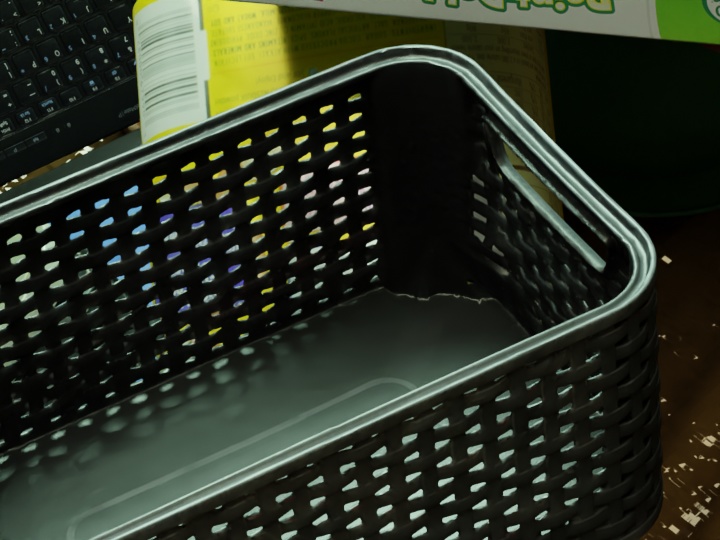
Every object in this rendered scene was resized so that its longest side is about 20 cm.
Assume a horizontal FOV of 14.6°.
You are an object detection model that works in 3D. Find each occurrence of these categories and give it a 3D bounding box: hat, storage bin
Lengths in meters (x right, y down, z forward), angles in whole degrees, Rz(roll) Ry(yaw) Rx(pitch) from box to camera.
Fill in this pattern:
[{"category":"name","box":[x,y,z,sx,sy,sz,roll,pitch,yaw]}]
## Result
[{"category":"hat","box":[0.108,-0.127,0.955,0.199,0.176,0.166,21,64,12]},{"category":"storage bin","box":[-0.027,0.036,0.776,0.199,0.094,0.135,-23,44,-18]}]

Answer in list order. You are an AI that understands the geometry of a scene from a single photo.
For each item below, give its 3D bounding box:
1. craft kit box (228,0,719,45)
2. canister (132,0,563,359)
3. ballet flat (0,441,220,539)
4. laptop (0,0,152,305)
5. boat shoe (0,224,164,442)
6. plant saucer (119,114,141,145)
[{"category":"craft kit box","box":[0.064,-0.133,0.902,0.196,0.049,0.200,4,28,19]},{"category":"canister","box":[0.000,0.000,0.926,0.148,0.087,0.201,-8,77,14]},{"category":"ballet flat","box":[-0.035,0.116,0.805,0.199,0.063,0.069,26,48,31]},{"category":"laptop","box":[-0.094,-0.064,1.007,0.176,0.201,0.103,-24,18,7]},{"category":"boat shoe","box":[-0.125,0.085,0.886,0.074,0.066,0.200,16,78,63]},{"category":"plant saucer","box":[-0.007,-0.105,1.095,0.199,0.032,0.201,-9,52,12]}]
